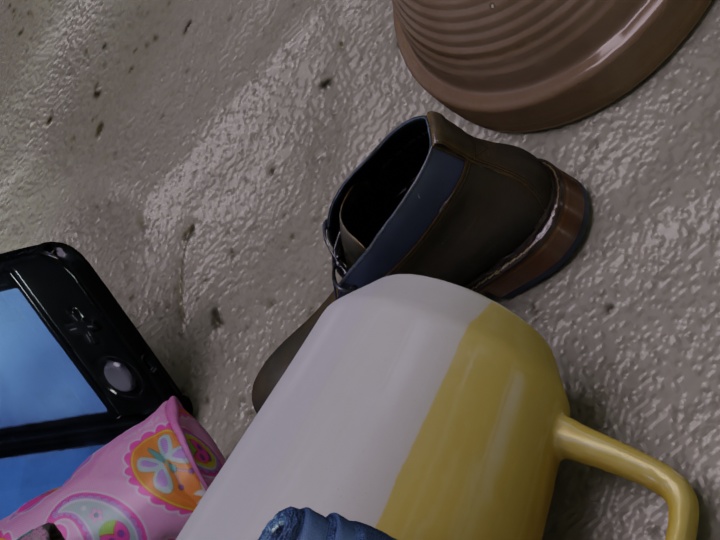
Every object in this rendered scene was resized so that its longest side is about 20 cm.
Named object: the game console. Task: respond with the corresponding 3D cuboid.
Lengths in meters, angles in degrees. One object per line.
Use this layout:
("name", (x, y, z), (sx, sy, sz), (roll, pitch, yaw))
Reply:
("game console", (-0.196, 0.097, 1.045), (0.199, 0.176, 0.117), (-11, 31, 41))

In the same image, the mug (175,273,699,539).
("mug", (0.031, 0.096, 0.820), (0.154, 0.186, 0.149), (-65, 7, -20))

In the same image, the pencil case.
("pencil case", (-0.144, 0.144, 0.939), (0.199, 0.088, 0.088), (-32, 44, 0))

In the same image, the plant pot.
("plant pot", (0.077, -0.176, 0.936), (0.200, 0.092, 0.202), (-24, 51, 34))

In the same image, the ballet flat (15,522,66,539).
("ballet flat", (-0.082, 0.182, 0.850), (0.200, 0.069, 0.071), (38, 96, 14))

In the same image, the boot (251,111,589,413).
("boot", (0.000, 0.000, 0.908), (0.200, 0.097, 0.075), (-39, 45, 23))

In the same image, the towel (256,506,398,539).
("towel", (0.035, 0.170, 0.708), (0.112, 0.199, 0.049), (-62, 11, -2))
